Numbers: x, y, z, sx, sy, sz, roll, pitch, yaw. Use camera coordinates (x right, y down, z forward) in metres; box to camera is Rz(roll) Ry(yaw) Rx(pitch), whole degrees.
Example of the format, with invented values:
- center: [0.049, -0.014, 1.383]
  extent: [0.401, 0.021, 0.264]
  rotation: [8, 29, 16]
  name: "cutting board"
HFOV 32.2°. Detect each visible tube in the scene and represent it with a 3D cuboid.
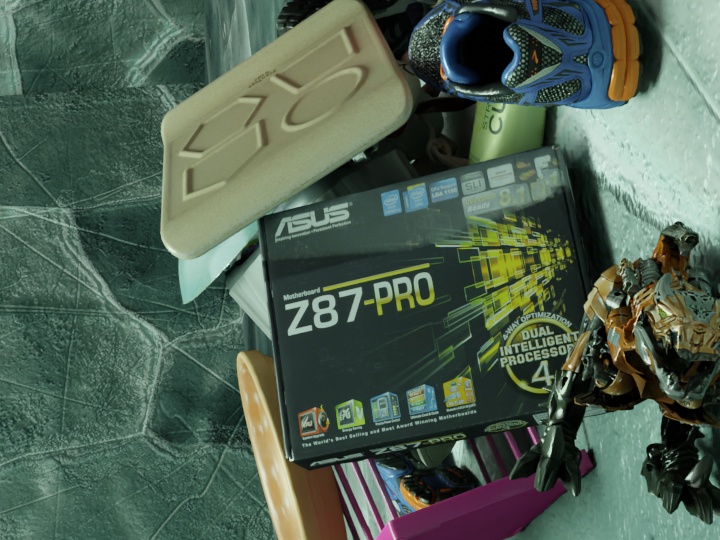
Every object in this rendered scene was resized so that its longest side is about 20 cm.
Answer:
- center: [0.098, -0.110, 0.819]
  extent: [0.058, 0.052, 0.201]
  rotation: [18, 116, 29]
  name: "tube"

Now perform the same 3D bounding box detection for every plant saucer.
- center: [-0.049, 0.153, 0.933]
  extent: [0.200, 0.037, 0.201]
  rotation: [165, 90, -78]
  name: "plant saucer"
- center: [-0.086, -0.064, 0.951]
  extent: [0.201, 0.039, 0.201]
  rotation: [-49, 12, 14]
  name: "plant saucer"

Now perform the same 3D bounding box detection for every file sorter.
- center: [0.049, 0.131, 0.883]
  extent: [0.200, 0.139, 0.126]
  rotation: [108, 142, -65]
  name: "file sorter"

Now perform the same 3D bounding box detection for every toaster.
- center: [0.000, 0.000, 0.898]
  extent: [0.129, 0.114, 0.200]
  rotation: [52, 137, 5]
  name: "toaster"

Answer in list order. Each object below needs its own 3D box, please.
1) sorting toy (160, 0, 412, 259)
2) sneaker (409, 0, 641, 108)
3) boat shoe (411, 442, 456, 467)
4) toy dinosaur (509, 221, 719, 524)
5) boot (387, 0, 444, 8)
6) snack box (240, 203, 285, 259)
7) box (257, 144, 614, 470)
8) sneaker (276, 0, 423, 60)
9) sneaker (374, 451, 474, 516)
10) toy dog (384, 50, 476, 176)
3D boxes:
- center: [-0.056, -0.100, 0.857]
  extent: [0.037, 0.185, 0.200]
  rotation: [53, -170, -31]
  name: "sorting toy"
- center: [0.075, -0.131, 0.716]
  extent: [0.200, 0.078, 0.076]
  rotation: [-163, 70, -65]
  name: "sneaker"
- center: [0.042, 0.079, 1.052]
  extent: [0.068, 0.072, 0.200]
  rotation: [20, 137, 43]
  name: "boat shoe"
- center: [0.143, 0.043, 0.607]
  extent: [0.200, 0.102, 0.136]
  rotation: [-3, -76, -67]
  name: "toy dinosaur"
- center: [-0.012, -0.243, 0.928]
  extent: [0.200, 0.150, 0.073]
  rotation: [-116, 34, -60]
  name: "boot"
- center: [-0.036, 0.047, 1.090]
  extent: [0.200, 0.053, 0.142]
  rotation: [63, -176, -18]
  name: "snack box"
- center: [0.044, 0.025, 0.767]
  extent: [0.049, 0.199, 0.162]
  rotation: [47, -147, -66]
  name: "box"
- center: [0.001, -0.185, 1.032]
  extent: [0.200, 0.076, 0.088]
  rotation: [-33, -51, -54]
  name: "sneaker"
- center: [0.054, 0.211, 1.150]
  extent: [0.200, 0.075, 0.079]
  rotation: [-136, 38, -76]
  name: "sneaker"
- center: [0.044, -0.134, 0.977]
  extent: [0.096, 0.132, 0.200]
  rotation: [-58, 14, -6]
  name: "toy dog"
